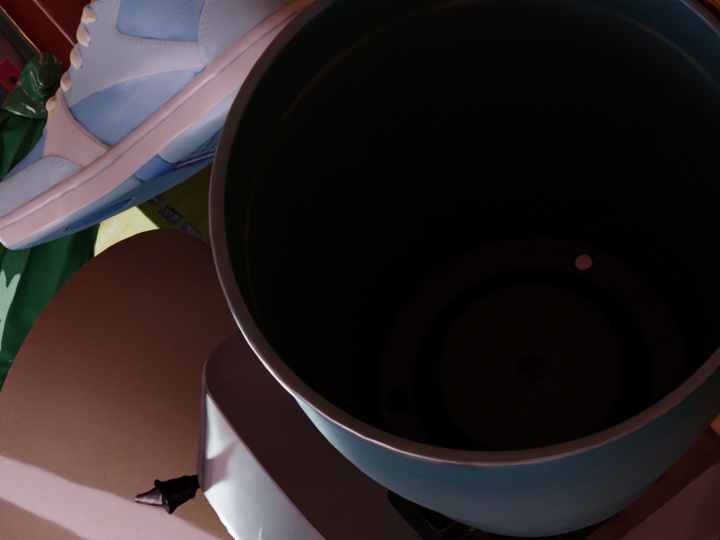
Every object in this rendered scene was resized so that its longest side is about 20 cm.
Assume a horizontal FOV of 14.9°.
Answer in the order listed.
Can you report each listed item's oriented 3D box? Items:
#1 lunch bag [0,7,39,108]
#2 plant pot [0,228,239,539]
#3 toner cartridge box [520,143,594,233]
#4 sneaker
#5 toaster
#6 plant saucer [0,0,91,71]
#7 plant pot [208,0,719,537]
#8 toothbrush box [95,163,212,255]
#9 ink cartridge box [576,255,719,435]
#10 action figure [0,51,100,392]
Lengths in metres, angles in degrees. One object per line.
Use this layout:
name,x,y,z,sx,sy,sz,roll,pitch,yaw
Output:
lunch bag,-0.239,-0.069,1.451,0.200,0.122,0.170,43,141,-6
plant pot,-0.048,0.100,1.352,0.200,0.188,0.187,23,160,30
toner cartridge box,0.035,-0.084,1.191,0.095,0.043,0.200,52,167,-30
sneaker,-0.104,-0.102,1.187,0.131,0.200,0.080,59,-153,4
toaster,0.035,0.083,1.168,0.181,0.200,0.119,47,159,22
plant saucer,-0.167,-0.155,1.334,0.200,0.037,0.200,48,175,10
plant pot,0.056,0.008,1.026,0.200,0.200,0.188,40,167,20
toothbrush box,-0.111,-0.041,1.574,0.200,0.146,0.086,44,127,2
ink cartridge box,0.121,0.055,1.325,0.200,0.067,0.117,34,162,43
action figure,-0.170,-0.014,1.359,0.118,0.200,0.055,7,-154,-19
